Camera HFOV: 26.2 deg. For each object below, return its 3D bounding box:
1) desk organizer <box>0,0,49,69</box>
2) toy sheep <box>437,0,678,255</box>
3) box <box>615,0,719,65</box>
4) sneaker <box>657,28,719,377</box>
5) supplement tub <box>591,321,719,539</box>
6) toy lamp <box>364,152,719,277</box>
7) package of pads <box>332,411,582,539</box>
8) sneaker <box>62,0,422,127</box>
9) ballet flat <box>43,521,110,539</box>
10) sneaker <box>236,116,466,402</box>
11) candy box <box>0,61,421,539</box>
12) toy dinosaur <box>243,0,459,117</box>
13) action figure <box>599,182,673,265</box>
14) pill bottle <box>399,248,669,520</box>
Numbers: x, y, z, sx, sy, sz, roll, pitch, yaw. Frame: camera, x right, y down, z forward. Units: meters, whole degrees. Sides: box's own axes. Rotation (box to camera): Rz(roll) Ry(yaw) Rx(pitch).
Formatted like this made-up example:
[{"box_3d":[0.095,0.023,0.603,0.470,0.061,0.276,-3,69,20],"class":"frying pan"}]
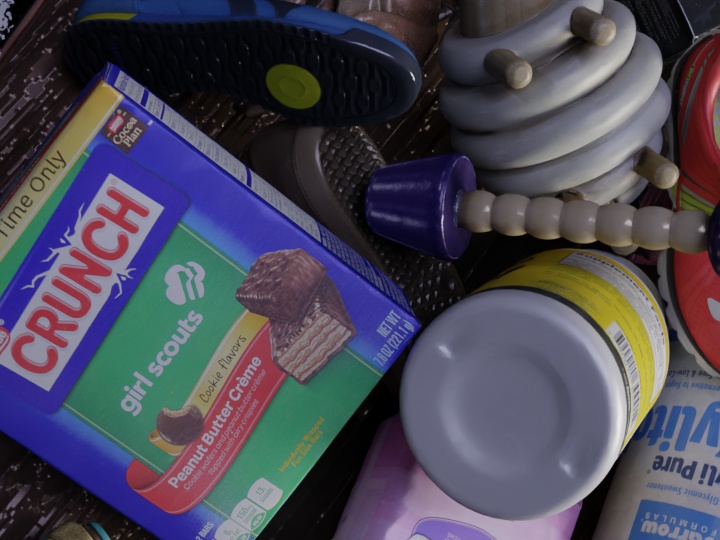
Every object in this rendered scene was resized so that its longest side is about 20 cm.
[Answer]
[{"box_3d":[-0.200,-0.142,0.791,0.072,0.077,0.201,35,67,-15],"class":"desk organizer"},{"box_3d":[0.110,-0.090,0.857,0.138,0.138,0.201,-37,116,-27],"class":"toy sheep"},{"box_3d":[0.208,-0.248,1.002,0.163,0.086,0.201,-26,92,-27],"class":"box"},{"box_3d":[0.204,-0.033,0.840,0.076,0.085,0.201,-8,88,-7],"class":"sneaker"},{"box_3d":[0.213,0.131,0.906,0.132,0.132,0.201,30,68,-18],"class":"supplement tub"},{"box_3d":[0.099,-0.028,0.780,0.199,0.058,0.059,5,73,21],"class":"toy lamp"},{"box_3d":[0.032,0.187,0.839,0.120,0.076,0.201,29,69,-15],"class":"package of pads"},{"box_3d":[-0.057,-0.128,0.815,0.199,0.066,0.079,9,47,20],"class":"sneaker"},{"box_3d":[-0.107,0.220,0.772,0.071,0.071,0.200,-35,90,-27],"class":"ballet flat"},{"box_3d":[0.000,0.000,0.871,0.070,0.075,0.201,-45,120,-39],"class":"sneaker"},{"box_3d":[-0.098,0.025,0.774,0.200,0.077,0.169,37,95,-13],"class":"candy box"},{"box_3d":[0.023,-0.150,0.901,0.135,0.086,0.201,40,76,-36],"class":"toy dinosaur"},{"box_3d":[0.209,-0.034,0.975,0.199,0.134,0.150,-2,124,-14],"class":"action figure"},{"box_3d":[0.103,0.051,0.830,0.115,0.114,0.200,67,22,-1],"class":"pill bottle"}]
